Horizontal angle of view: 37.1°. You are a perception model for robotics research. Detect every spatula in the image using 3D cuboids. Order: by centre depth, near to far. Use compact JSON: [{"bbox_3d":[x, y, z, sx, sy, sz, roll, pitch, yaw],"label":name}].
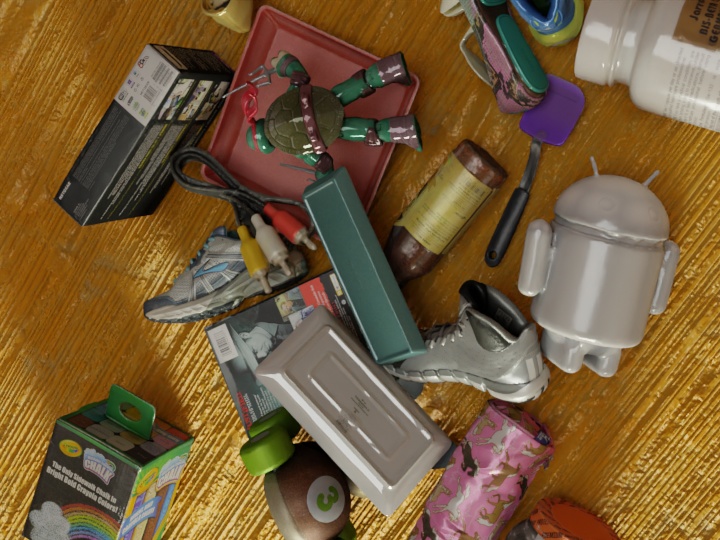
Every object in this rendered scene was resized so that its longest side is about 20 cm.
[{"bbox_3d":[0.169,-0.096,1.085,0.056,0.020,0.203,28,108,27],"label":"spatula"}]

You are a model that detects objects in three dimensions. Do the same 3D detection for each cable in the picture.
[{"bbox_3d":[-0.121,-0.074,1.136,0.097,0.050,0.200,-40,76,-5],"label":"cable"}]

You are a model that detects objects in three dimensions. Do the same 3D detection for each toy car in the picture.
[{"bbox_3d":[0.000,0.202,1.127,0.198,0.158,0.166,-28,96,4],"label":"toy car"}]

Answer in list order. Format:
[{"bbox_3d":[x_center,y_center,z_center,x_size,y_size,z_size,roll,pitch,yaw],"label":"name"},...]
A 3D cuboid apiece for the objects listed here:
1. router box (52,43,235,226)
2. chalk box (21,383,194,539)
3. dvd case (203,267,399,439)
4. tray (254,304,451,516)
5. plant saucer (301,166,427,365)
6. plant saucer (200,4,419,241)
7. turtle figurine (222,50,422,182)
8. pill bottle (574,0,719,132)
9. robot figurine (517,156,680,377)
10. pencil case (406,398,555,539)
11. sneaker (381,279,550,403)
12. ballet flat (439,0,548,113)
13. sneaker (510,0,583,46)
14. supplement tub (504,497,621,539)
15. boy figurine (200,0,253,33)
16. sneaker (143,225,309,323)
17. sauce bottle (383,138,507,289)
[{"bbox_3d":[-0.227,-0.144,1.155,0.051,0.149,0.201,40,108,10],"label":"router box"},{"bbox_3d":[-0.284,0.230,1.239,0.123,0.124,0.203,25,104,16],"label":"chalk box"},{"bbox_3d":[-0.067,0.094,1.196,0.198,0.022,0.148,-25,88,20],"label":"dvd case"},{"bbox_3d":[-0.004,0.138,1.082,0.200,0.022,0.107,46,68,1],"label":"tray"},{"bbox_3d":[0.000,0.000,1.077,0.069,0.019,0.203,-22,92,47],"label":"plant saucer"},{"bbox_3d":[-0.053,-0.152,1.152,0.198,0.037,0.202,27,105,16],"label":"plant saucer"},{"bbox_3d":[-0.042,-0.149,1.080,0.196,0.101,0.152,-11,104,11],"label":"turtle figurine"},{"bbox_3d":[0.302,-0.194,0.976,0.197,0.114,0.116,19,103,16],"label":"pill bottle"},{"bbox_3d":[0.229,-0.003,1.027,0.167,0.113,0.204,8,102,-22],"label":"robot figurine"},{"bbox_3d":[0.121,0.234,1.100,0.086,0.082,0.202,35,98,34],"label":"pencil case"},{"bbox_3d":[0.094,0.056,1.075,0.197,0.075,0.117,8,127,30],"label":"sneaker"},{"bbox_3d":[0.121,-0.249,1.066,0.071,0.069,0.203,-23,89,42],"label":"ballet flat"},{"bbox_3d":[0.162,-0.315,1.016,0.075,0.105,0.203,-21,90,20],"label":"sneaker"},{"bbox_3d":[0.181,0.342,1.084,0.121,0.122,0.203,26,105,15],"label":"supplement tub"},{"bbox_3d":[-0.161,-0.349,1.142,0.122,0.064,0.204,-14,83,21],"label":"boy figurine"},{"bbox_3d":[-0.156,0.000,1.196,0.197,0.078,0.088,-20,83,12],"label":"sneaker"},{"bbox_3d":[0.067,-0.041,1.106,0.066,0.066,0.201,43,107,10],"label":"sauce bottle"}]
